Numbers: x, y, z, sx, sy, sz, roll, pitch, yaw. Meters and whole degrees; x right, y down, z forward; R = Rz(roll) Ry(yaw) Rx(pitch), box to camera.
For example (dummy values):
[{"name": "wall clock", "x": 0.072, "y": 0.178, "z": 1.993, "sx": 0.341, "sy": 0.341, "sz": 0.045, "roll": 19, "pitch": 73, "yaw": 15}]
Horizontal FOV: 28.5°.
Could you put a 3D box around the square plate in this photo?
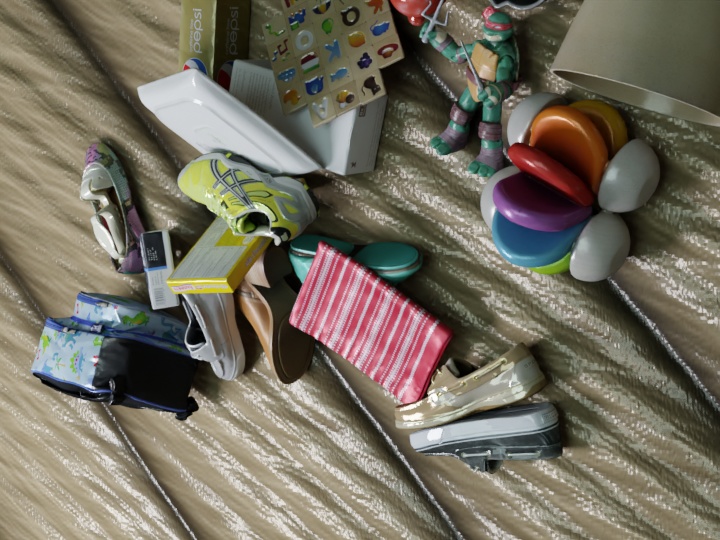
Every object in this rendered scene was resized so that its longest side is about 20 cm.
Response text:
[{"name": "square plate", "x": -0.167, "y": -0.167, "z": 1.732, "sx": 0.198, "sy": 0.200, "sz": 0.029, "roll": -2, "pitch": 55, "yaw": 61}]

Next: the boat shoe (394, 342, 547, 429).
[{"name": "boat shoe", "x": 0.121, "y": 0.133, "z": 1.661, "sx": 0.199, "sy": 0.074, "sz": 0.070, "roll": -21, "pitch": 90, "yaw": 28}]

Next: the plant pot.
[{"name": "plant pot", "x": 0.308, "y": -0.266, "z": 1.405, "sx": 0.187, "sy": 0.187, "sz": 0.201, "roll": 21, "pitch": 96, "yaw": 32}]

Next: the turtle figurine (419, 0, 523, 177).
[{"name": "turtle figurine", "x": 0.132, "y": -0.214, "z": 1.576, "sx": 0.150, "sy": 0.100, "sz": 0.201, "roll": -127, "pitch": 35, "yaw": -51}]

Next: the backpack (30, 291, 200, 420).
[{"name": "backpack", "x": -0.336, "y": 0.110, "z": 1.938, "sx": 0.199, "sy": 0.183, "sz": 0.148, "roll": 7, "pitch": 81, "yaw": 40}]

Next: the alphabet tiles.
[{"name": "alphabet tiles", "x": -0.035, "y": -0.275, "z": 1.696, "sx": 0.166, "sy": 0.006, "sz": 0.201, "roll": -24, "pitch": 64, "yaw": 20}]

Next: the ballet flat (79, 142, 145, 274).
[{"name": "ballet flat", "x": -0.351, "y": -0.087, "z": 1.979, "sx": 0.069, "sy": 0.071, "sz": 0.201, "roll": -29, "pitch": 80, "yaw": 37}]

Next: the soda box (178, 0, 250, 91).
[{"name": "soda box", "x": -0.189, "y": -0.283, "z": 1.827, "sx": 0.064, "sy": 0.068, "sz": 0.201, "roll": 12, "pitch": 104, "yaw": 35}]

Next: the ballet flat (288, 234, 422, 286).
[{"name": "ballet flat", "x": 0.000, "y": 0.000, "z": 1.744, "sx": 0.199, "sy": 0.067, "sz": 0.071, "roll": 8, "pitch": 126, "yaw": 36}]

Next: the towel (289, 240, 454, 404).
[{"name": "towel", "x": 0.010, "y": 0.068, "z": 1.715, "sx": 0.200, "sy": 0.022, "sz": 0.145, "roll": 35, "pitch": 132, "yaw": 11}]

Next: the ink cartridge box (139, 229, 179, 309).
[{"name": "ink cartridge box", "x": -0.266, "y": -0.002, "z": 1.871, "sx": 0.200, "sy": 0.039, "sz": 0.100, "roll": 178, "pitch": 83, "yaw": -82}]

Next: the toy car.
[{"name": "toy car", "x": 0.206, "y": -0.085, "z": 1.512, "sx": 0.175, "sy": 0.150, "sz": 0.201, "roll": 32, "pitch": 115, "yaw": 28}]

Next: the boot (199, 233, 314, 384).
[{"name": "boot", "x": -0.139, "y": 0.042, "z": 1.849, "sx": 0.154, "sy": 0.073, "sz": 0.201, "roll": 13, "pitch": 119, "yaw": 48}]

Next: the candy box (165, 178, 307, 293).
[{"name": "candy box", "x": -0.151, "y": -0.044, "z": 1.768, "sx": 0.102, "sy": 0.200, "sz": 0.026, "roll": -4, "pitch": 128, "yaw": 38}]

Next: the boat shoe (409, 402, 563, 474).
[{"name": "boat shoe", "x": 0.144, "y": 0.204, "z": 1.655, "sx": 0.199, "sy": 0.072, "sz": 0.071, "roll": -13, "pitch": 92, "yaw": 39}]

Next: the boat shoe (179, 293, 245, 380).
[{"name": "boat shoe", "x": -0.197, "y": 0.081, "z": 1.843, "sx": 0.072, "sy": 0.068, "sz": 0.201, "roll": 47, "pitch": 155, "yaw": 30}]

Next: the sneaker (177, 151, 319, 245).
[{"name": "sneaker", "x": -0.149, "y": -0.087, "z": 1.722, "sx": 0.199, "sy": 0.076, "sz": 0.076, "roll": 15, "pitch": 139, "yaw": 31}]

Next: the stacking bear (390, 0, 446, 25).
[{"name": "stacking bear", "x": 0.032, "y": -0.378, "z": 1.626, "sx": 0.121, "sy": 0.114, "sz": 0.200, "roll": -43, "pitch": 76, "yaw": 33}]

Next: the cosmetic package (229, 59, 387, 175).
[{"name": "cosmetic package", "x": -0.070, "y": -0.192, "z": 1.752, "sx": 0.199, "sy": 0.074, "sz": 0.102, "roll": 21, "pitch": 109, "yaw": 30}]

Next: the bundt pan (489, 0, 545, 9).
[{"name": "bundt pan", "x": 0.187, "y": -0.381, "z": 1.523, "sx": 0.201, "sy": 0.076, "sz": 0.203, "roll": 7, "pitch": 101, "yaw": 35}]
